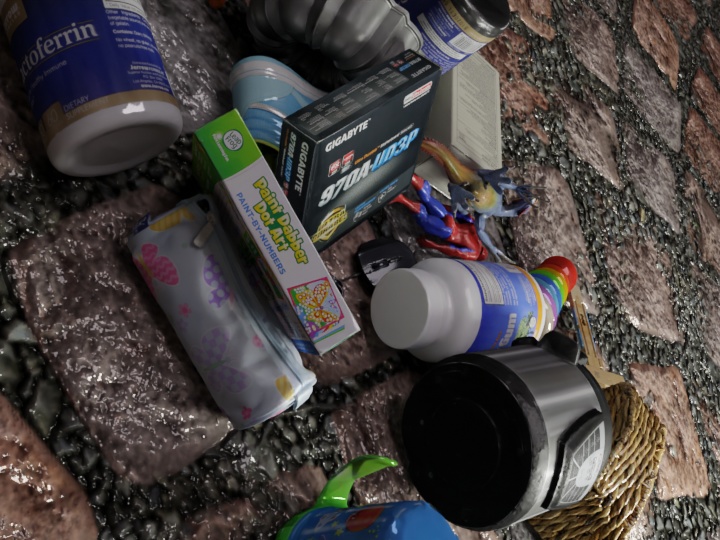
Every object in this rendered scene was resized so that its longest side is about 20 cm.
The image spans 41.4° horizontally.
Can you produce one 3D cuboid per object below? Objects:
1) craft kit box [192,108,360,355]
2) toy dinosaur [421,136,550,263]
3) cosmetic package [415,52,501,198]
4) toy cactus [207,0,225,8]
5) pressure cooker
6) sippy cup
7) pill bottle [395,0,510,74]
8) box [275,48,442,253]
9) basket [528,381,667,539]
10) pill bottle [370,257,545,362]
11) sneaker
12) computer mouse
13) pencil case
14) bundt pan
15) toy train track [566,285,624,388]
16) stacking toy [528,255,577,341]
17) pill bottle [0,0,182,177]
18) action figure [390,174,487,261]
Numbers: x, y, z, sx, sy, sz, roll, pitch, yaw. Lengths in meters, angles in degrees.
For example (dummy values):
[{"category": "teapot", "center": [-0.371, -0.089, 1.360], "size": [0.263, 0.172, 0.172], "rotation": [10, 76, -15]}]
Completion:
[{"category": "craft kit box", "center": [-0.081, -0.024, 0.824], "size": [0.048, 0.200, 0.199], "rotation": [-33, 93, -10]}, {"category": "toy dinosaur", "center": [0.157, -0.101, 1.144], "size": [0.201, 0.105, 0.181], "rotation": [53, 11, 2]}, {"category": "cosmetic package", "center": [0.127, -0.197, 1.239], "size": [0.103, 0.073, 0.202], "rotation": [32, 47, -32]}, {"category": "toy cactus", "center": [-0.191, -0.357, 0.983], "size": [0.163, 0.102, 0.202], "rotation": [8, 63, -24]}, {"category": "pressure cooker", "center": [0.161, 0.162, 0.984], "size": [0.199, 0.175, 0.181], "rotation": [-1, 66, -49]}, {"category": "sippy cup", "center": [0.012, 0.254, 0.797], "size": [0.139, 0.130, 0.180], "rotation": [-21, 85, -51]}, {"category": "pill bottle", "center": [0.068, -0.278, 1.119], "size": [0.111, 0.199, 0.113], "rotation": [26, 50, -36]}, {"category": "box", "center": [-0.007, -0.112, 0.947], "size": [0.046, 0.160, 0.200], "rotation": [34, 47, 21]}, {"category": "basket", "center": [0.296, 0.249, 1.109], "size": [0.150, 0.142, 0.200], "rotation": [53, 39, -9]}, {"category": "pill bottle", "center": [0.106, 0.044, 1.041], "size": [0.199, 0.112, 0.113], "rotation": [3, 66, -47]}, {"category": "sneaker", "center": [-0.056, -0.123, 0.991], "size": [0.199, 0.079, 0.132], "rotation": [22, 57, -36]}, {"category": "computer mouse", "center": [0.000, 0.000, 1.012], "size": [0.199, 0.034, 0.059], "rotation": [-18, 83, -51]}, {"category": "pencil case", "center": [-0.116, 0.034, 0.815], "size": [0.202, 0.090, 0.083], "rotation": [61, 26, -2]}, {"category": "bundt pan", "center": [-0.036, -0.244, 1.006], "size": [0.201, 0.201, 0.076], "rotation": [37, 75, -28]}, {"category": "toy train track", "center": [0.299, 0.110, 1.289], "size": [0.114, 0.032, 0.202], "rotation": [19, 49, -32]}, {"category": "stacking toy", "center": [0.233, 0.032, 1.228], "size": [0.086, 0.085, 0.200], "rotation": [61, 32, -1]}, {"category": "pill bottle", "center": [-0.233, -0.191, 0.799], "size": [0.115, 0.115, 0.202], "rotation": [-11, 75, -50]}, {"category": "action figure", "center": [0.093, -0.059, 1.140], "size": [0.199, 0.051, 0.066], "rotation": [32, 52, -39]}]
